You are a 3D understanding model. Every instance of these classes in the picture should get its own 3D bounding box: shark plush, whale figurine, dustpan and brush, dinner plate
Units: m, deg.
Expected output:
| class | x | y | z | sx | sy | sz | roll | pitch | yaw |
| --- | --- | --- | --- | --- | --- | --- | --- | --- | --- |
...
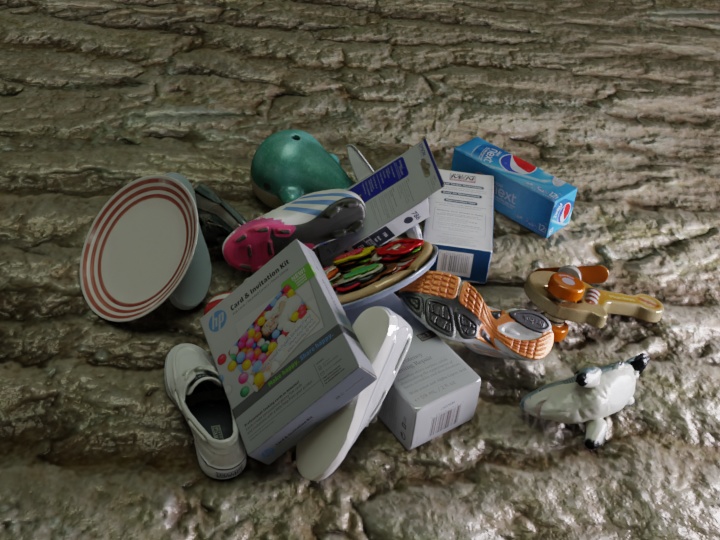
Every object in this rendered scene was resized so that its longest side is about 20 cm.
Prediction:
| class | x | y | z | sx | sy | sz | roll | pitch | yaw |
| --- | --- | --- | --- | --- | --- | --- | --- | --- | --- |
| shark plush | 0.284 | 0.128 | 1.091 | 0.199 | 0.092 | 0.083 | -33 | 21 | -33 |
| whale figurine | -0.070 | -0.146 | 1.365 | 0.198 | 0.105 | 0.159 | 22 | 40 | 16 |
| dustpan and brush | 0.049 | -0.097 | 1.304 | 0.057 | 0.139 | 0.201 | -31 | 42 | 20 |
| dinner plate | -0.284 | -0.028 | 1.170 | 0.198 | 0.024 | 0.202 | -13 | 64 | 27 |

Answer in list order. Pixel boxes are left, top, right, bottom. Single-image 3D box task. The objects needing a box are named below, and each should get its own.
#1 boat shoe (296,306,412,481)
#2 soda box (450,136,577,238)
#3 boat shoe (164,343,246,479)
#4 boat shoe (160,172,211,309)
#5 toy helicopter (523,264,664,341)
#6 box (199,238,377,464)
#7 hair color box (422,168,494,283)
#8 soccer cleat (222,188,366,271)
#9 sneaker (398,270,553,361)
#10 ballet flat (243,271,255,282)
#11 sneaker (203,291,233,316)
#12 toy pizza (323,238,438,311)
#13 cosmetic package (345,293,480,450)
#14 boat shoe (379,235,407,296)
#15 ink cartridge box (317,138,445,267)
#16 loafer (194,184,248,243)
| class | x | y | z | sx | sy | sz | roll | pitch | yaw |
| --- | --- | --- | --- | --- | --- | --- | --- | --- | --- |
| boat shoe | -0.003 | 0.138 | 0.984 | 0.072 | 0.202 | 0.068 | 17 | -7 | 45 |
| soda box | 0.236 | -0.133 | 1.412 | 0.199 | 0.068 | 0.064 | 34 | 46 | 32 |
| boat shoe | -0.173 | 0.140 | 1.018 | 0.073 | 0.066 | 0.200 | -15 | 42 | -24 |
| boat shoe | -0.259 | -0.026 | 1.226 | 0.070 | 0.091 | 0.202 | 12 | 56 | -39 |
| toy helicopter | 0.314 | 0.036 | 1.221 | 0.198 | 0.080 | 0.133 | 9 | 27 | -13 |
| box | -0.085 | 0.084 | 0.992 | 0.155 | 0.041 | 0.201 | -38 | 48 | 12 |
| hair color box | 0.143 | -0.069 | 1.326 | 0.099 | 0.061 | 0.201 | 8 | 38 | 4 |
| soccer cleat | -0.089 | -0.055 | 1.180 | 0.198 | 0.071 | 0.086 | -19 | 27 | -15 |
| sneaker | 0.131 | 0.067 | 1.109 | 0.198 | 0.092 | 0.076 | 24 | 70 | -10 |
| ballet flat | -0.124 | 0.001 | 1.208 | 0.069 | 0.070 | 0.201 | 3 | 38 | -3 |
| sneaker | -0.128 | 0.098 | 1.070 | 0.198 | 0.079 | 0.116 | 14 | 45 | 28 |
| toy pizza | 0.000 | 0.000 | 1.115 | 0.198 | 0.032 | 0.200 | -20 | 14 | 5 |
| cosmetic package | 0.042 | 0.109 | 1.078 | 0.101 | 0.075 | 0.200 | -20 | 45 | -30 |
| boat shoe | 0.045 | -0.027 | 1.260 | 0.076 | 0.072 | 0.200 | -10 | 39 | -37 |
| ink cartridge box | 0.026 | -0.086 | 1.222 | 0.199 | 0.039 | 0.100 | -31 | 47 | 18 |
| loafer | -0.198 | -0.061 | 1.258 | 0.063 | 0.072 | 0.200 | -46 | 34 | -6 |
